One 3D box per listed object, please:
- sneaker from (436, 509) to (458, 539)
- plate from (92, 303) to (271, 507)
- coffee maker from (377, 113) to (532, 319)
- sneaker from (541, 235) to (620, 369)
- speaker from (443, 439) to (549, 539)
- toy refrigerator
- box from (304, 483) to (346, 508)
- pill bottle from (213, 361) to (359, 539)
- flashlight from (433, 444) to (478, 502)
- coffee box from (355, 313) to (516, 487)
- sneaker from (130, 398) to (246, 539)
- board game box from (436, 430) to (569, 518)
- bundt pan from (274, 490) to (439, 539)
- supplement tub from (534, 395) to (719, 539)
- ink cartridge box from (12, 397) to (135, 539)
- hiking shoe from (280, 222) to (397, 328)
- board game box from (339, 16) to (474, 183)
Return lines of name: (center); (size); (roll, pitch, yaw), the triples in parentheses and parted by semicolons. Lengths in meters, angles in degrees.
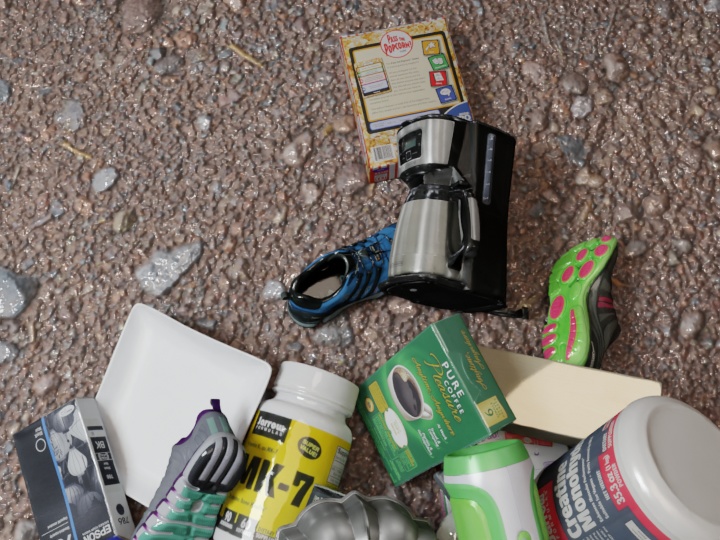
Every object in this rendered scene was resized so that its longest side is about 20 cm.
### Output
sneaker: (0.126, 0.326, 0.718); (0.078, 0.099, 0.202); (-31, 113, -45)
plate: (-0.211, 0.164, 0.834); (0.198, 0.032, 0.202); (21, 87, 20)
coffee maker: (0.117, -0.059, 0.871); (0.133, 0.191, 0.203); (-2, 73, 36)
sneaker: (0.271, 0.046, 0.886); (0.084, 0.076, 0.202); (42, 59, -31)
speaker: (0.131, 0.258, 0.649); (0.087, 0.088, 0.203); (-12, 81, -3)
toy refrigerator: (0.210, 0.143, 0.791); (0.197, 0.070, 0.077); (9, 71, 16)
box: (-0.005, 0.341, 0.732); (0.163, 0.086, 0.202); (36, 69, -34)
pill bottle: (-0.075, 0.211, 0.805); (0.113, 0.114, 0.202); (16, 72, 6)
flashlight: (0.152, 0.283, 0.762); (0.068, 0.068, 0.201); (-42, 74, 14)
coffee box: (0.069, 0.144, 0.783); (0.044, 0.200, 0.124); (-16, 69, -34)
sneaker: (-0.185, 0.233, 0.775); (0.201, 0.074, 0.088); (-54, 33, 15)
board game box: (0.161, 0.214, 0.839); (0.151, 0.040, 0.203); (-6, 72, -2)
bundt pan: (0.004, 0.295, 0.625); (0.199, 0.076, 0.205); (2, 77, -10)
supplement tub: (0.242, 0.221, 0.679); (0.139, 0.201, 0.141); (17, 45, -18)
ink cartridge box: (-0.314, 0.254, 0.817); (0.099, 0.039, 0.202); (-29, 73, 12)
hiking shoe: (0.000, 0.000, 0.886); (0.199, 0.087, 0.075); (-35, 75, -10)
board game box: (0.063, -0.229, 0.981); (0.149, 0.046, 0.202); (-11, 72, -3)
